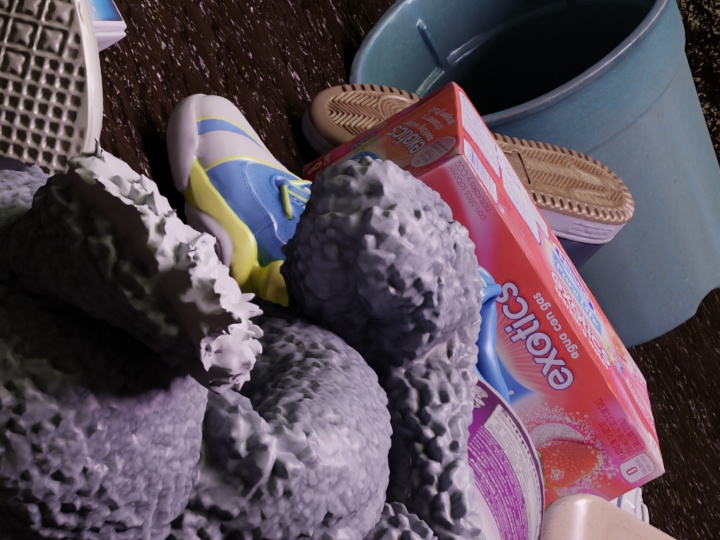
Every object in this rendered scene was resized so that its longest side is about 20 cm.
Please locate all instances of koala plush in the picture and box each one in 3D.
[{"bbox_3d":[-0.068,0.042,0.695,0.200,0.177,0.184,48,28,-56],"label":"koala plush"}]

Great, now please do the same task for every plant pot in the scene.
[{"bbox_3d":[0.122,-0.069,1.606,0.200,0.200,0.196,-98,164,-57],"label":"plant pot"}]

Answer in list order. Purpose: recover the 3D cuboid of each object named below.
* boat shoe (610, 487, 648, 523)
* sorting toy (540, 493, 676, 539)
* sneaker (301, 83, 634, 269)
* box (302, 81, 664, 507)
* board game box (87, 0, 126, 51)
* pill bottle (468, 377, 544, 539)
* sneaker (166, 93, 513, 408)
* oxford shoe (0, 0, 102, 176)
[{"bbox_3d":[0.113,0.137,1.399,0.065,0.073,0.200,61,22,-22],"label":"boat shoe"},{"bbox_3d":[0.104,0.198,1.153,0.200,0.036,0.186,28,66,-62],"label":"sorting toy"},{"bbox_3d":[0.039,-0.027,1.467,0.199,0.109,0.070,15,41,-28],"label":"sneaker"},{"bbox_3d":[0.059,0.023,1.348,0.200,0.094,0.103,56,14,-22],"label":"box"},{"bbox_3d":[-0.165,-0.169,1.037,0.200,0.035,0.126,62,14,2],"label":"board game box"},{"bbox_3d":[0.007,0.090,0.982,0.113,0.112,0.200,60,13,-3],"label":"pill bottle"},{"bbox_3d":[0.000,0.000,1.154,0.200,0.105,0.076,63,13,5],"label":"sneaker"},{"bbox_3d":[-0.143,-0.115,0.940,0.200,0.075,0.058,62,-1,7],"label":"oxford shoe"}]
